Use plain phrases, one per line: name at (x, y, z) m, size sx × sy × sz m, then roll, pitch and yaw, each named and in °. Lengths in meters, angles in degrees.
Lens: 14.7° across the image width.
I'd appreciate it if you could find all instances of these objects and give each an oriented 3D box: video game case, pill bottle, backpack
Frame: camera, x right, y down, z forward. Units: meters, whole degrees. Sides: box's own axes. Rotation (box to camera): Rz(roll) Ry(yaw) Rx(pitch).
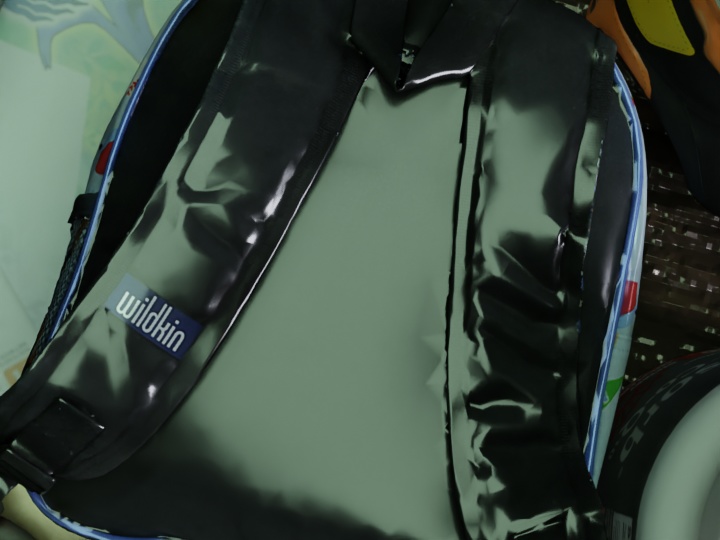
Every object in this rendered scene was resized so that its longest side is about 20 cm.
video game case at (-0.076, -0.072, 0.925) m, size 0.199 × 0.022 × 0.183 m, roll -30°, pitch 92°, yaw -6°
pill bottle at (0.133, 0.081, 0.851) m, size 0.115 × 0.200 × 0.117 m, roll 0°, pitch 88°, yaw -6°
backpack at (0.000, 0.000, 0.844) m, size 0.199 × 0.154 × 0.192 m, roll 17°, pitch 95°, yaw -6°

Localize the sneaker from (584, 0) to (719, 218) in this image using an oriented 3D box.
sneaker at (0.147, -0.025, 0.840) m, size 0.200 × 0.090 × 0.070 m, roll 51°, pitch 55°, yaw -16°

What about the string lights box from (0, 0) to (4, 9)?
string lights box at (-0.177, -0.016, 0.856) m, size 0.059 × 0.103 × 0.201 m, roll 25°, pitch 95°, yaw 2°

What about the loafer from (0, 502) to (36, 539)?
loafer at (-0.173, 0.154, 0.880) m, size 0.200 × 0.072 × 0.063 m, roll -44°, pitch 94°, yaw 1°

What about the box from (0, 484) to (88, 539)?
box at (-0.055, 0.160, 0.921) m, size 0.162 × 0.021 × 0.201 m, roll -2°, pitch 90°, yaw -5°
